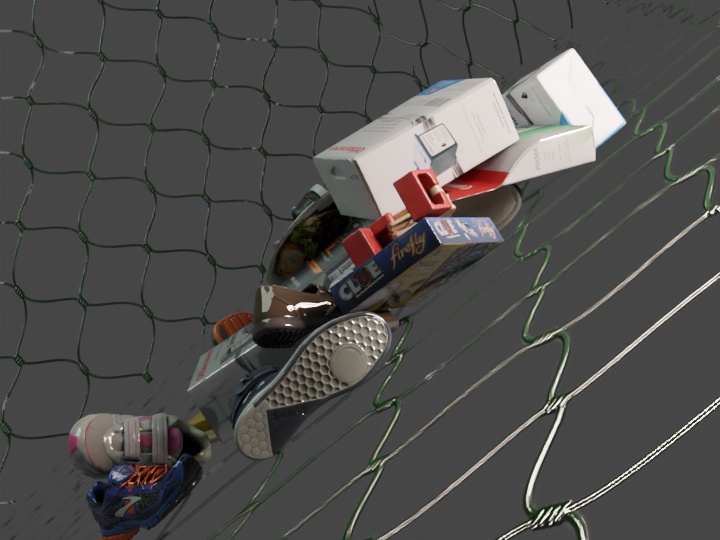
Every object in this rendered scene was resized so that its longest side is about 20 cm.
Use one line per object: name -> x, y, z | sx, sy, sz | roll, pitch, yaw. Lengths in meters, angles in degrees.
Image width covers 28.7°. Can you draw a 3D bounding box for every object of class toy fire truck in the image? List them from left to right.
toy fire truck -> 0.055, -0.049, 1.547 | 0.140, 0.049, 0.199 | -36, -13, 20

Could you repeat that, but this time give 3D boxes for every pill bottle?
pill bottle -> 0.000, 0.000, 1.861 | 0.199, 0.107, 0.106 | -39, 6, -3

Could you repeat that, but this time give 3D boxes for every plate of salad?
plate of salad -> -0.047, -0.044, 1.918 | 0.199, 0.048, 0.201 | -40, -21, -18

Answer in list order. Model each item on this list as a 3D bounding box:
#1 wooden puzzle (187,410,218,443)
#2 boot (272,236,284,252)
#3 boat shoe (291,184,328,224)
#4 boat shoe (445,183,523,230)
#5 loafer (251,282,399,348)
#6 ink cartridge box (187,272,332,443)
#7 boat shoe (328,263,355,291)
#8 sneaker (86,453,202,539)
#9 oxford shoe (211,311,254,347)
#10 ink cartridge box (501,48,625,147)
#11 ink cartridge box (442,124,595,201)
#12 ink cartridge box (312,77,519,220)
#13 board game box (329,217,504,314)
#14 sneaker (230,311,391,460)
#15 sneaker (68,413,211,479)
wooden puzzle -> -0.165, 0.175, 1.903 | 0.185, 0.037, 0.199 | -44, 7, -39
boot -> -0.032, -0.041, 2.180 | 0.199, 0.147, 0.070 | -40, 5, -15
boat shoe -> -0.070, -0.060, 2.027 | 0.060, 0.076, 0.201 | -41, -18, -15
boat shoe -> 0.124, -0.066, 1.745 | 0.200, 0.073, 0.060 | -25, -1, 37
loafer -> -0.037, 0.044, 1.555 | 0.198, 0.072, 0.073 | 6, -27, -44
ink cartridge box -> -0.104, 0.105, 1.714 | 0.199, 0.085, 0.146 | -34, 11, 8
boat shoe -> 0.009, 0.011, 1.675 | 0.200, 0.071, 0.070 | 30, -111, -75
sneaker -> -0.259, 0.258, 1.637 | 0.199, 0.079, 0.075 | -35, 7, 37
oxford shoe -> -0.149, 0.108, 1.969 | 0.073, 0.072, 0.199 | -43, -26, 22
ink cartridge box -> 0.238, -0.193, 1.786 | 0.068, 0.117, 0.200 | -38, 4, -17
ink cartridge box -> 0.155, -0.131, 1.666 | 0.197, 0.051, 0.161 | -14, 11, -21
ink cartridge box -> 0.063, -0.144, 1.656 | 0.199, 0.087, 0.146 | -33, 17, -15
board game box -> 0.065, -0.007, 1.536 | 0.135, 0.035, 0.199 | -36, -13, 21
sneaker -> -0.060, 0.112, 1.513 | 0.202, 0.077, 0.146 | -39, 7, -5
sneaker -> -0.263, 0.209, 1.718 | 0.198, 0.083, 0.088 | 8, -21, -45
